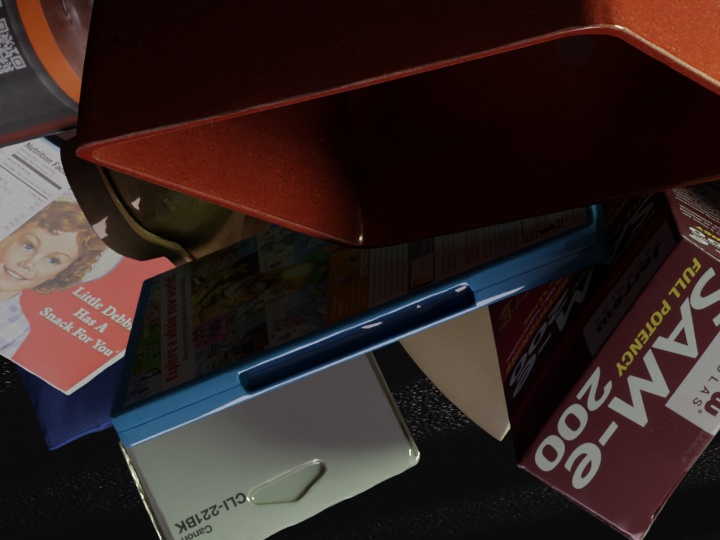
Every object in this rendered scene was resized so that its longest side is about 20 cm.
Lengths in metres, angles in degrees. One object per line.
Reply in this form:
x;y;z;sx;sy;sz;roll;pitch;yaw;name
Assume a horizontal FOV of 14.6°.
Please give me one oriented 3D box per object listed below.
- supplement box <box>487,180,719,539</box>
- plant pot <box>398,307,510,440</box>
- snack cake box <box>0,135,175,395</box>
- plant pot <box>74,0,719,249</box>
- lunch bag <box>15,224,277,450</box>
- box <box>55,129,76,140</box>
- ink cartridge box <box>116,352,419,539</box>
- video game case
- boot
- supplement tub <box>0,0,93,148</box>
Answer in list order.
0.106;0.012;1.095;0.061;0.109;0.200;31;-165;-11;supplement box
0.069;-0.035;1.417;0.134;0.200;0.200;33;167;5;plant pot
-0.167;-0.030;1.357;0.115;0.067;0.200;-36;139;15;snack cake box
0.029;-0.124;0.979;0.199;0.177;0.200;-12;166;28;plant pot
-0.116;0.003;1.556;0.136;0.133;0.200;-26;-179;-39;lunch bag
-0.078;-0.092;1.308;0.100;0.075;0.200;-10;164;23;box
-0.056;0.095;1.557;0.144;0.084;0.200;-25;-177;-5;ink cartridge box
0.000;0.000;1.114;0.200;0.018;0.143;-22;-160;9;video game case
-0.059;-0.040;1.219;0.075;0.074;0.200;-28;173;11;boot
-0.135;-0.107;1.150;0.200;0.107;0.107;-12;165;30;supplement tub
